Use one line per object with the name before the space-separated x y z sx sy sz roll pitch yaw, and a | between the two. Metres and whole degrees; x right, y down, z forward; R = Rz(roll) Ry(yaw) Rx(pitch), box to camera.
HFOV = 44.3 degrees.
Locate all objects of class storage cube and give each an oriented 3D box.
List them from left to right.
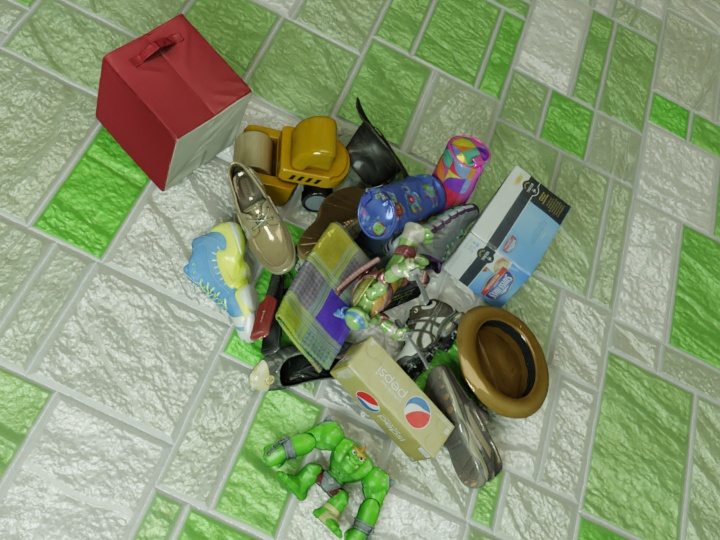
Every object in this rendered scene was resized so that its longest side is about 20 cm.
storage cube | -0.312 -0.275 1.470 0.180 0.200 0.171 47 59 6

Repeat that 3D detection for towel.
towel | -0.046 0.038 1.370 0.144 0.023 0.201 54 54 -31

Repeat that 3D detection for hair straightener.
hair straightener | -0.134 0.063 1.417 0.040 0.077 0.201 -19 35 15

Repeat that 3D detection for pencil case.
pencil case | 0.068 -0.112 1.482 0.199 0.078 0.088 -25 86 -56
pencil case | 0.164 -0.146 1.579 0.087 0.201 0.089 8 50 -10

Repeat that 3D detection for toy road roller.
toy road roller | -0.115 -0.200 1.529 0.197 0.146 0.124 9 57 -16

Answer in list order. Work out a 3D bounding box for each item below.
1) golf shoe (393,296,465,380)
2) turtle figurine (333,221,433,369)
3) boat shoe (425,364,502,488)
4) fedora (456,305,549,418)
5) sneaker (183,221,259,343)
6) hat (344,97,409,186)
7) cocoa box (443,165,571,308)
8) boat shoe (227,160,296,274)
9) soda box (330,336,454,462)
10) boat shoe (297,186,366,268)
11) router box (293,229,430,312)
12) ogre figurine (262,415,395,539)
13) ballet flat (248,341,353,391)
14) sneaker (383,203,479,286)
golf shoe | 0.093 0.112 1.470 0.094 0.078 0.199 39 41 16
turtle figurine | 0.075 0.035 1.350 0.145 0.198 0.195 60 45 -33
boat shoe | 0.166 0.247 1.424 0.073 0.074 0.202 -9 73 -36
fedora | 0.222 0.160 1.476 0.198 0.082 0.203 15 54 -22
sneaker | -0.223 0.027 1.411 0.103 0.076 0.203 -13 70 1
hat | 0.017 -0.210 1.604 0.080 0.200 0.202 -33 71 8
cocoa box | 0.266 -0.059 1.599 0.131 0.134 0.201 36 54 2
boat shoe | -0.165 -0.086 1.431 0.071 0.065 0.202 -26 72 3
soda box | 0.050 0.200 1.369 0.200 0.064 0.068 48 58 -9
boat shoe | -0.045 -0.066 1.459 0.073 0.063 0.200 27 49 17
router box | 0.000 0.000 1.504 0.198 0.062 0.151 -21 69 -30
ogre figurine | -0.039 0.301 1.295 0.199 0.098 0.120 38 72 22
ballet flat | -0.079 0.150 1.378 0.198 0.067 0.057 -11 28 -29
sneaker | 0.135 -0.043 1.514 0.198 0.074 0.088 -26 81 -25
